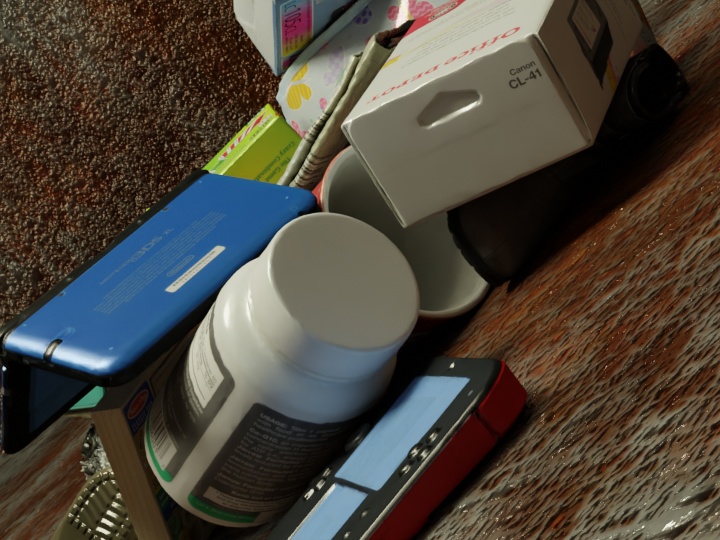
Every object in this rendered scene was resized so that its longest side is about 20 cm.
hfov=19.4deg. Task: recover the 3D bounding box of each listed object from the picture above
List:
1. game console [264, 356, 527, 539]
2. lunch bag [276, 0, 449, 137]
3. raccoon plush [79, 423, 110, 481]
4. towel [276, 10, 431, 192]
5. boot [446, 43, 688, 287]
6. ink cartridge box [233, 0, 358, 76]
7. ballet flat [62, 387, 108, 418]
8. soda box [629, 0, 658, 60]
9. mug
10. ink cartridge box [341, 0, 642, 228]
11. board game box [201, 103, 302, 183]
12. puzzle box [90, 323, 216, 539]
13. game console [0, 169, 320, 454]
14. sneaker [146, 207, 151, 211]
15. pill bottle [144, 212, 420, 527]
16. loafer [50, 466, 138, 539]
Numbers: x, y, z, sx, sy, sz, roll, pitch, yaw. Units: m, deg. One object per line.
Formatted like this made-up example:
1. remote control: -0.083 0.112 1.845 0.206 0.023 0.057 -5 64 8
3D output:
1. game console: 0.004 0.117 1.113 0.177 0.031 0.200 -45 6 -9
2. lunch bag: 0.044 -0.130 1.668 0.200 0.170 0.127 -41 -22 21
3. raccoon plush: -0.137 0.130 1.627 0.200 0.097 0.134 -46 15 -13
4. towel: -0.013 -0.101 1.525 0.200 0.034 0.193 -55 -9 19
5. boot: 0.137 -0.079 1.369 0.131 0.070 0.200 -31 19 36
6. ink cartridge box: -0.001 -0.254 1.666 0.200 0.076 0.137 -31 -16 -12
7. ballet flat: -0.173 0.085 1.609 0.200 0.068 0.062 7 14 44
8. soda box: 0.120 -0.125 1.515 0.200 0.069 0.063 -32 -24 25
9. mug: -0.029 0.029 1.420 0.200 0.133 0.178 -42 5 46
10. ink cartridge box: 0.089 -0.126 1.355 0.147 0.086 0.200 -24 19 27
11. board game box: -0.122 -0.038 1.630 0.200 0.048 0.102 -45 12 2
12. puzzle box: -0.120 0.106 1.480 0.025 0.134 0.200 -10 23 23
13. game console: -0.129 0.037 1.352 0.170 0.119 0.200 12 43 42
14. sneaker: -0.138 0.034 1.801 0.071 0.200 0.083 1 39 32
15. pill bottle: -0.047 0.060 1.249 0.113 0.113 0.200 -50 -2 -42
16. loafer: -0.197 0.225 1.482 0.200 0.076 0.067 -50 -32 17
